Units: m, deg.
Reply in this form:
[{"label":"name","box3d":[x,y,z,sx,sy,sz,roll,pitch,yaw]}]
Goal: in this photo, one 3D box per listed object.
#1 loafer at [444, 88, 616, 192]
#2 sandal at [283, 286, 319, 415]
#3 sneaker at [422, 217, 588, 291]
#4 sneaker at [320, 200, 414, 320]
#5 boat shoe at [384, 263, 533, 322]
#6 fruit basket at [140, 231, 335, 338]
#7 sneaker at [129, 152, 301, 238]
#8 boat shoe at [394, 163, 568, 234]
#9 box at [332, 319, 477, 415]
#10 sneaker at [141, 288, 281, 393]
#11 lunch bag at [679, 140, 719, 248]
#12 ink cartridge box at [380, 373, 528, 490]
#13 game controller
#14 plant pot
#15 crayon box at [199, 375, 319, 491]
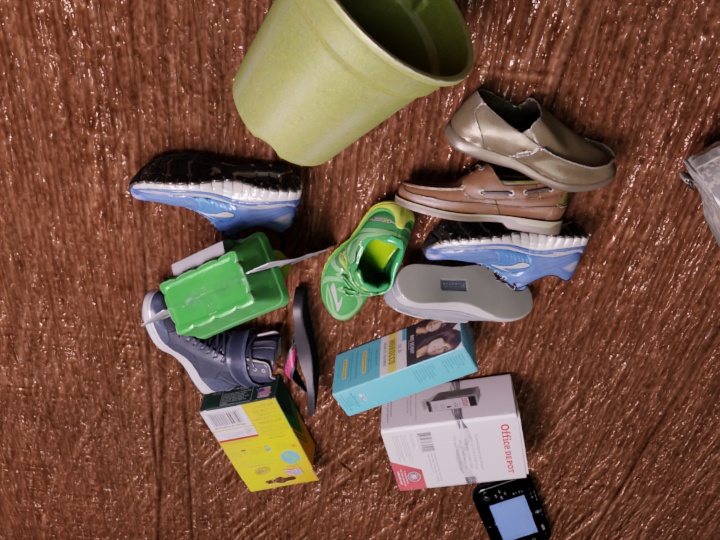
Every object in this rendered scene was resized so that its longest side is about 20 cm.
[{"label":"loafer","box3d":[0.193,-0.143,0.776,0.198,0.077,0.068,13,133,-7]},{"label":"sandal","box3d":[-0.086,0.113,0.987,0.044,0.075,0.202,-5,119,3]},{"label":"sneaker","box3d":[0.173,-0.014,0.866,0.197,0.079,0.090,3,116,1]},{"label":"sneaker","box3d":[0.000,0.000,0.884,0.073,0.084,0.201,21,133,-12]},{"label":"boat shoe","box3d":[0.125,0.032,0.920,0.198,0.071,0.071,7,161,-19]},{"label":"fruit basket","box3d":[-0.141,0.008,0.851,0.184,0.200,0.095,-23,96,20]},{"label":"sneaker","box3d":[-0.171,-0.078,0.834,0.197,0.079,0.090,8,125,-3]},{"label":"boat shoe","box3d":[0.141,-0.093,0.827,0.197,0.072,0.069,7,110,-1]},{"label":"box","box3d":[0.059,0.127,0.981,0.198,0.083,0.049,-23,122,19]},{"label":"sneaker","box3d":[-0.189,0.090,0.960,0.145,0.077,0.203,-8,137,23]},{"label":"lunch bag","box3d":[0.464,-0.098,0.755,0.199,0.140,0.168,-30,121,22]},{"label":"ink cartridge box","box3d":[0.141,0.244,1.063,0.198,0.083,0.148,-9,126,10]},{"label":"game controller","box3d":[0.260,0.418,1.213,0.103,0.042,0.201,-15,125,14]},{"label":"plant pot","box3d":[-0.024,-0.206,0.687,0.199,0.202,0.184,33,134,-21]},{"label":"crayon box","box3d":[-0.152,0.259,1.110,0.125,0.051,0.201,-12,125,12]}]
